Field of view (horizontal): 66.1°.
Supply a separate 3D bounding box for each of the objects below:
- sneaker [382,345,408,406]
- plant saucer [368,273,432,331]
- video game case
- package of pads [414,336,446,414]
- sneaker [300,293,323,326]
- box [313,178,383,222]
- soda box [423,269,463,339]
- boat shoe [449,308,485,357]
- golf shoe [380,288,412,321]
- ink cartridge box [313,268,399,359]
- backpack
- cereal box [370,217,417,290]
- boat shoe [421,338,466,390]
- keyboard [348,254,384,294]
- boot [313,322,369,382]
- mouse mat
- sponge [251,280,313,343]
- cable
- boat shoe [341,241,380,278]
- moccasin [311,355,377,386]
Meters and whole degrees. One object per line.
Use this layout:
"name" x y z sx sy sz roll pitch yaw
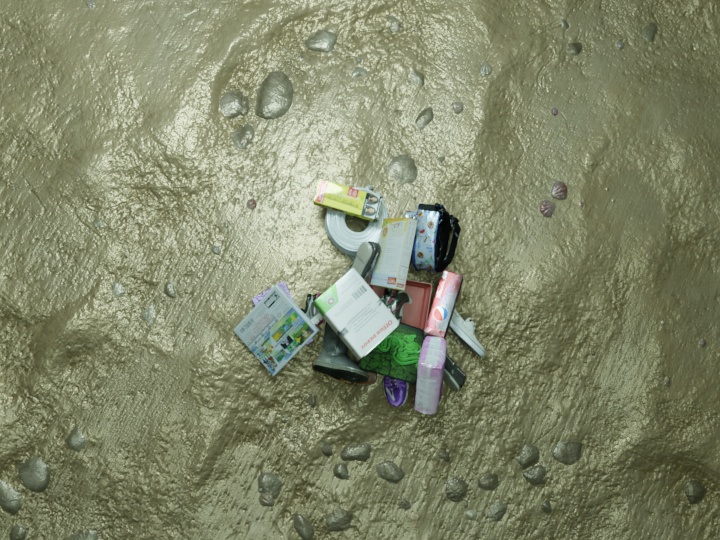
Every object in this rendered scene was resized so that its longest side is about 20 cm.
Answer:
"sneaker" 0.098 0.310 1.641 0.079 0.083 0.204 0 99 13
"plant saucer" 0.107 0.124 1.685 0.195 0.037 0.204 9 92 -6
"video game case" -0.247 0.174 1.612 0.200 0.022 0.183 -45 86 15
"package of pads" 0.203 0.304 1.599 0.074 0.121 0.203 10 127 14
"sneaker" -0.113 0.089 1.615 0.200 0.074 0.088 -44 82 12
"box" -0.035 -0.204 1.621 0.196 0.050 0.077 17 84 -2
"soda box" 0.248 0.107 1.647 0.062 0.070 0.203 17 77 15
"boat shoe" 0.322 0.176 1.701 0.070 0.071 0.200 -43 85 -5
"golf shoe" 0.077 0.143 1.629 0.087 0.077 0.202 31 89 -11
"ink cartridge box" -0.012 0.121 1.519 0.145 0.084 0.201 -39 84 -14
"backpack" 0.202 -0.091 1.646 0.151 0.199 0.195 -1 82 25
"cereal box" 0.095 -0.049 1.593 0.039 0.143 0.204 12 88 -28
"boat shoe" 0.253 0.274 1.683 0.057 0.067 0.201 -42 105 -26
"keyboard" 0.049 0.005 1.707 0.056 0.011 0.200 -42 92 -8
"boot" -0.036 0.210 1.611 0.178 0.073 0.202 16 54 9
"mouse mat" 0.092 0.224 1.587 0.197 0.007 0.164 20 72 -25
"sponge" -0.233 0.146 1.654 0.110 0.030 0.203 -27 90 -8
"cable" -0.009 -0.149 1.678 0.196 0.069 0.204 -18 87 -8
"boat shoe" 0.000 0.000 1.638 0.056 0.202 0.067 -5 46 -44
"moccasin" -0.046 0.296 1.641 0.198 0.078 0.075 21 84 -5
